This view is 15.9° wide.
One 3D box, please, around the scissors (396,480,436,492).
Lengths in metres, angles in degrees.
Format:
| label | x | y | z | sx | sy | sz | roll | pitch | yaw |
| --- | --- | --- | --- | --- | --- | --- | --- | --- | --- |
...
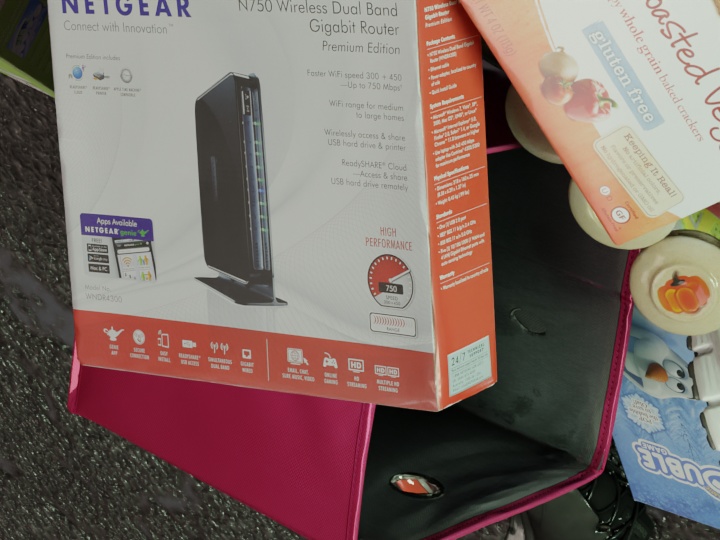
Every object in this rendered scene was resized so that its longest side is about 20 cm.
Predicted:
| label | x | y | z | sx | sy | sz | roll | pitch | yaw |
| --- | --- | --- | --- | --- | --- | --- | --- | --- | --- |
| scissors | 0.037 | 0.133 | 1.548 | 0.073 | 0.014 | 0.200 | 51 | 179 | 26 |

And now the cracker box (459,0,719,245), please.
| label | x | y | z | sx | sy | sz | roll | pitch | yaw |
| --- | --- | --- | --- | --- | --- | --- | --- | --- | --- |
| cracker box | 0.154 | -0.110 | 1.007 | 0.200 | 0.058 | 0.134 | -25 | 109 | 28 |

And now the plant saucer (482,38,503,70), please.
| label | x | y | z | sx | sy | sz | roll | pitch | yaw |
| --- | --- | --- | --- | --- | --- | --- | --- | --- | --- |
| plant saucer | 0.075 | -0.171 | 1.183 | 0.200 | 0.034 | 0.201 | 32 | 149 | 22 |

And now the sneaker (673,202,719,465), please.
| label | x | y | z | sx | sy | sz | roll | pitch | yaw |
| --- | --- | --- | --- | --- | --- | --- | --- | --- | --- |
| sneaker | 0.189 | -0.003 | 1.175 | 0.090 | 0.078 | 0.201 | -22 | 76 | 25 |

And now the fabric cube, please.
| label | x | y | z | sx | sy | sz | roll | pitch | yaw |
| --- | --- | --- | --- | --- | --- | --- | --- | --- | --- |
| fabric cube | 0.000 | 0.000 | 1.257 | 0.199 | 0.196 | 0.201 | 23 | 114 | 37 |

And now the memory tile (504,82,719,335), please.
| label | x | y | z | sx | sy | sz | roll | pitch | yaw |
| --- | --- | --- | --- | --- | --- | --- | --- | --- | --- |
| memory tile | 0.173 | -0.061 | 1.075 | 0.200 | 0.017 | 0.153 | -25 | 110 | 28 |

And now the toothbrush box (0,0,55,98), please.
| label | x | y | z | sx | sy | sz | roll | pitch | yaw |
| --- | --- | --- | --- | --- | --- | --- | --- | --- | --- |
| toothbrush box | -0.232 | -0.175 | 1.411 | 0.145 | 0.086 | 0.200 | 26 | 179 | 13 |

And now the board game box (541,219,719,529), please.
| label | x | y | z | sx | sy | sz | roll | pitch | yaw |
| --- | --- | --- | --- | --- | --- | --- | --- | --- | --- |
| board game box | 0.203 | 0.061 | 1.305 | 0.200 | 0.043 | 0.199 | 16 | 140 | 42 |

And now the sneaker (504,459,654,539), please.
| label | x | y | z | sx | sy | sz | roll | pitch | yaw |
| --- | --- | --- | --- | --- | --- | --- | --- | --- | --- |
| sneaker | 0.122 | 0.126 | 1.481 | 0.091 | 0.076 | 0.200 | 14 | 146 | 29 |

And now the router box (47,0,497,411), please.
| label | x | y | z | sx | sy | sz | roll | pitch | yaw |
| --- | --- | --- | --- | --- | --- | --- | --- | --- | --- |
| router box | -0.040 | -0.041 | 1.107 | 0.200 | 0.049 | 0.180 | 5 | 105 | 35 |
